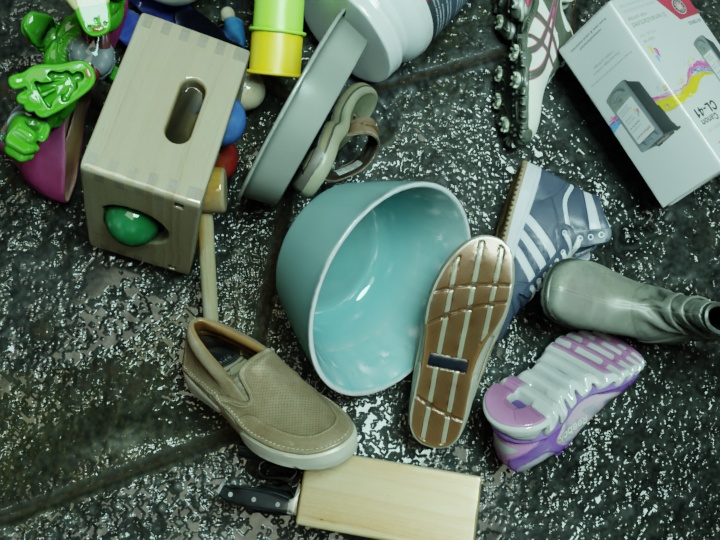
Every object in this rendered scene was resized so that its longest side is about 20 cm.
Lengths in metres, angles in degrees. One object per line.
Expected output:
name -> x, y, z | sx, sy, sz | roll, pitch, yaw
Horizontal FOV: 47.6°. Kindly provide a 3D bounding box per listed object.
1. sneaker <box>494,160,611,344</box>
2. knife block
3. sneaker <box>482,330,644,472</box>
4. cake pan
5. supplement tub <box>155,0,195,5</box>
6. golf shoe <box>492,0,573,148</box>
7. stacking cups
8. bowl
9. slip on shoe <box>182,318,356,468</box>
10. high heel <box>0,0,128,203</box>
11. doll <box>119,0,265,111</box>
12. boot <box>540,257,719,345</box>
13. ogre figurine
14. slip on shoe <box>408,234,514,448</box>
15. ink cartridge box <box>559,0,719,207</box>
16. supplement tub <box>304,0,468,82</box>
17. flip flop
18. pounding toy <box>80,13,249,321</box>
sneaker -> 0.185, -0.005, 0.825 | 0.107, 0.070, 0.203 | 20, 72, -1
knife block -> -0.018, 0.191, 0.703 | 0.173, 0.198, 0.065 | 19, 73, -33
sneaker -> 0.196, 0.130, 0.797 | 0.198, 0.090, 0.080 | -24, 36, -30
cake pan -> -0.052, -0.144, 0.761 | 0.036, 0.200, 0.203 | 30, 75, -8
supplement tub -> -0.150, -0.372, 0.809 | 0.145, 0.146, 0.200 | 39, 57, 3
golf shoe -> 0.191, -0.228, 0.877 | 0.086, 0.077, 0.204 | 7, 77, -13
stacking cups -> -0.077, -0.289, 0.780 | 0.059, 0.061, 0.204 | 3, 100, -7
bowl -> 0.000, 0.000, 0.754 | 0.201, 0.202, 0.104 | -46, 47, -15
slip on shoe -> -0.085, 0.101, 0.710 | 0.075, 0.062, 0.198 | -26, 38, -36
high heel -> -0.264, -0.167, 0.792 | 0.096, 0.067, 0.201 | 38, 99, 12
doll -> -0.182, -0.226, 0.838 | 0.198, 0.049, 0.138 | 34, 78, 4
boot -> 0.276, 0.033, 0.764 | 0.197, 0.130, 0.069 | 15, 84, -30
ogre figurine -> -0.247, -0.189, 0.707 | 0.096, 0.120, 0.204 | 9, 93, -19
slip on shoe -> 0.092, 0.064, 0.765 | 0.074, 0.061, 0.204 | 13, 99, 5
ink cartridge box -> 0.324, -0.188, 0.855 | 0.146, 0.086, 0.202 | -26, 80, -38
supplement tub -> 0.046, -0.309, 0.840 | 0.140, 0.140, 0.201 | 40, 75, 3
flip flop -> -0.012, -0.119, 0.782 | 0.057, 0.201, 0.082 | 28, 118, -3
pounding toy -> -0.165, -0.077, 0.747 | 0.140, 0.184, 0.203 | 17, 66, -9
